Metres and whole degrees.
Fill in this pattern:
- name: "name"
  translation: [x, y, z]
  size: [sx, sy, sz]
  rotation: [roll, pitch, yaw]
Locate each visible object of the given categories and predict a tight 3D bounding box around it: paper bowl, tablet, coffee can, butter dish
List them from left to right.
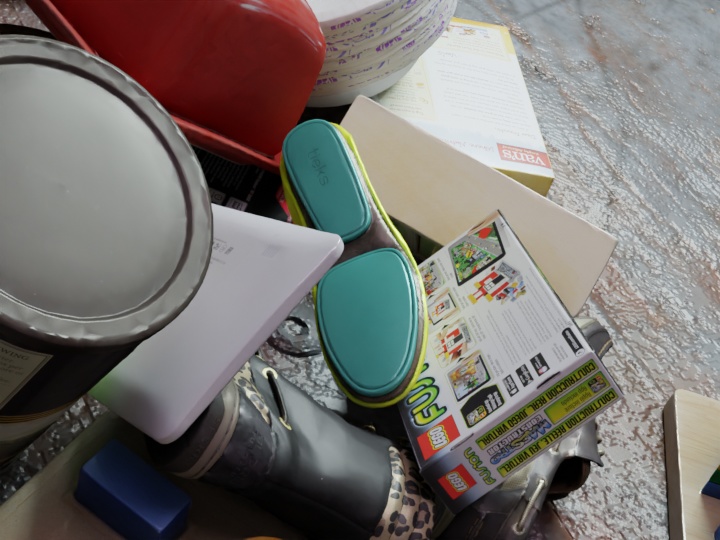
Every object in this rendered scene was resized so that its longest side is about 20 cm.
- name: "coffee can"
  translation: [-0.179, 0.007, 0.627]
  size: [0.145, 0.200, 0.148]
  rotation: [19, 54, -29]
- name: "tablet"
  translation: [-0.097, 0.017, 0.698]
  size: [0.130, 0.014, 0.199]
  rotation: [-49, 28, -15]
- name: "butter dish"
  translation: [-0.099, -0.173, 0.827]
  size: [0.200, 0.148, 0.199]
  rotation: [48, 14, 29]
- name: "paper bowl"
  translation: [-0.025, -0.202, 1.003]
  size: [0.198, 0.105, 0.202]
  rotation: [-7, 45, 7]

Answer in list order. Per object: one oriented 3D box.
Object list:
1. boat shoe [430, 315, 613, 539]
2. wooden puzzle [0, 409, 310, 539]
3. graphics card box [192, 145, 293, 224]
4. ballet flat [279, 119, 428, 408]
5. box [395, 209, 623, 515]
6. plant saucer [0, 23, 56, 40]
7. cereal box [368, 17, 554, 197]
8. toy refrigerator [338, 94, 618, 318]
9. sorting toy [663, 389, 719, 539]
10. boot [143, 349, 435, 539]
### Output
- name: "boat shoe"
  translation: [0.104, 0.105, 0.795]
  size: [0.073, 0.075, 0.200]
  rotation: [41, 51, 6]
- name: "wooden puzzle"
  translation: [-0.103, 0.160, 0.646]
  size: [0.184, 0.047, 0.200]
  rotation: [34, 41, 13]
- name: "graphics card box"
  translation: [-0.142, -0.048, 0.854]
  size: [0.198, 0.051, 0.126]
  rotation: [23, 40, -2]
- name: "ballet flat"
  translation: [0.000, 0.000, 0.788]
  size: [0.066, 0.067, 0.202]
  rotation: [-20, 58, 3]
- name: "box"
  translation: [0.067, 0.043, 0.761]
  size: [0.035, 0.109, 0.200]
  rotation: [51, 8, -24]
- name: "plant saucer"
  translation: [-0.212, -0.095, 0.807]
  size: [0.197, 0.037, 0.202]
  rotation: [12, 40, -10]
- name: "cereal box"
  translation: [0.065, -0.134, 1.054]
  size: [0.142, 0.040, 0.202]
  rotation: [9, 43, -15]
- name: "toy refrigerator"
  translation: [0.068, -0.032, 0.901]
  size: [0.198, 0.076, 0.070]
  rotation: [31, 81, 8]
- name: "sorting toy"
  translation: [0.294, 0.160, 0.814]
  size: [0.197, 0.070, 0.200]
  rotation: [18, 40, -5]
- name: "boot"
  translation: [-0.044, 0.084, 0.730]
  size: [0.150, 0.074, 0.200]
  rotation: [32, 5, -18]
